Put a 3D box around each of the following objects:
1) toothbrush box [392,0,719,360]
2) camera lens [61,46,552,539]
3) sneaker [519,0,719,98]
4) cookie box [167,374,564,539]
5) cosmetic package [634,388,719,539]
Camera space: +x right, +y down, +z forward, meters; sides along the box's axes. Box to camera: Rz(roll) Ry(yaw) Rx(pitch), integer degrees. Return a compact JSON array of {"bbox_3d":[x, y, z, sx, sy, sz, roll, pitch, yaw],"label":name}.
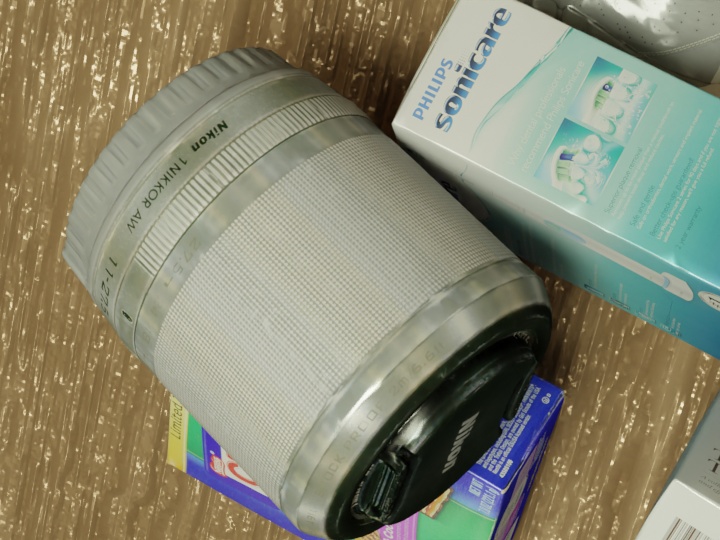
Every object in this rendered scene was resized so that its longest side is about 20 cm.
[{"bbox_3d":[0.124,-0.042,0.936,0.199,0.146,0.086,27,81,13],"label":"toothbrush box"},{"bbox_3d":[-0.022,0.013,0.898,0.200,0.160,0.160,44,120,19],"label":"camera lens"},{"bbox_3d":[0.115,-0.169,0.954,0.199,0.075,0.116,29,112,0],"label":"sneaker"},{"bbox_3d":[-0.005,0.087,1.048,0.199,0.075,0.172,28,147,13],"label":"cookie box"},{"bbox_3d":[0.248,0.144,0.956,0.199,0.151,0.052,32,116,9],"label":"cosmetic package"}]
